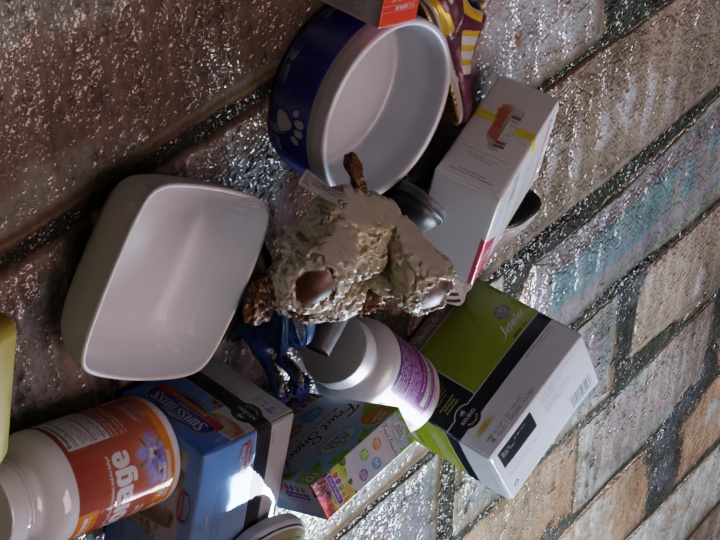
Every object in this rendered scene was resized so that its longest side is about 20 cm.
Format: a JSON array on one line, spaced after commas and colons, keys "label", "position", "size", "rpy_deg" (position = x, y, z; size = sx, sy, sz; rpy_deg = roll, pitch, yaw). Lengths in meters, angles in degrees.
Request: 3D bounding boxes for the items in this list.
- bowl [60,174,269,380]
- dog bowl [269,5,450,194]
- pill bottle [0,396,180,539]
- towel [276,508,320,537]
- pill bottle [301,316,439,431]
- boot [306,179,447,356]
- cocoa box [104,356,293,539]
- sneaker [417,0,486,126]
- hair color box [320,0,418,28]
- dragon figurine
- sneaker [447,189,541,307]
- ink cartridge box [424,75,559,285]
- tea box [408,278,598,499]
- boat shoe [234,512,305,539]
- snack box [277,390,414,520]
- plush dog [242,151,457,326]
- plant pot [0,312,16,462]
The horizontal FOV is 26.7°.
[{"label": "bowl", "position": [-0.192, 0.001, 1.430], "size": [0.199, 0.074, 0.201], "rpy_deg": [8, 108, -57]}, {"label": "dog bowl", "position": [0.001, -0.177, 1.559], "size": [0.200, 0.079, 0.201], "rpy_deg": [-36, 142, -34]}, {"label": "pill bottle", "position": [-0.275, 0.195, 1.434], "size": [0.200, 0.112, 0.113], "rpy_deg": [-17, 129, -49]}, {"label": "towel", "position": [-0.112, 0.320, 1.848], "size": [0.200, 0.036, 0.149], "rpy_deg": [-51, 149, -16]}, {"label": "pill bottle", "position": [0.010, 0.119, 1.785], "size": [0.113, 0.112, 0.200], "rpy_deg": [-57, 149, -5]}, {"label": "boot", "position": [0.000, 0.000, 1.647], "size": [0.066, 0.165, 0.200], "rpy_deg": [38, 81, -14]}, {"label": "cocoa box", "position": [-0.171, 0.217, 1.581], "size": [0.131, 0.133, 0.201], "rpy_deg": [-21, 132, -44]}, {"label": "sneaker", "position": [0.104, -0.244, 1.657], "size": [0.090, 0.075, 0.200], "rpy_deg": [-42, 146, -18]}, {"label": "hair color box", "position": [0.016, -0.341, 1.423], "size": [0.061, 0.101, 0.201], "rpy_deg": [-23, 133, -44]}, {"label": "dragon figurine", "position": [-0.084, 0.054, 1.605], "size": [0.059, 0.099, 0.201], "rpy_deg": [-20, 131, -47]}, {"label": "sneaker", "position": [0.140, -0.028, 1.908], "size": [0.200, 0.076, 0.116], "rpy_deg": [-30, 147, -28]}, {"label": "ink cartridge box", "position": [0.145, -0.107, 1.751], "size": [0.200, 0.083, 0.146], "rpy_deg": [-55, 165, -42]}, {"label": "tea box", "position": [0.161, 0.145, 1.943], "size": [0.200, 0.196, 0.134], "rpy_deg": [-50, 147, -14]}, {"label": "boat shoe", "position": [-0.123, 0.324, 1.552], "size": [0.200, 0.062, 0.072], "rpy_deg": [-35, 143, -32]}, {"label": "snack box", "position": [-0.058, 0.199, 1.672], "size": [0.142, 0.200, 0.053], "rpy_deg": [-40, 115, -30]}, {"label": "plush dog", "position": [-0.031, -0.007, 1.508], "size": [0.199, 0.161, 0.172], "rpy_deg": [2, 147, -35]}, {"label": "plant pot", "position": [-0.373, 0.099, 1.153], "size": [0.176, 0.199, 0.201], "rpy_deg": [-36, 143, -53]}]
